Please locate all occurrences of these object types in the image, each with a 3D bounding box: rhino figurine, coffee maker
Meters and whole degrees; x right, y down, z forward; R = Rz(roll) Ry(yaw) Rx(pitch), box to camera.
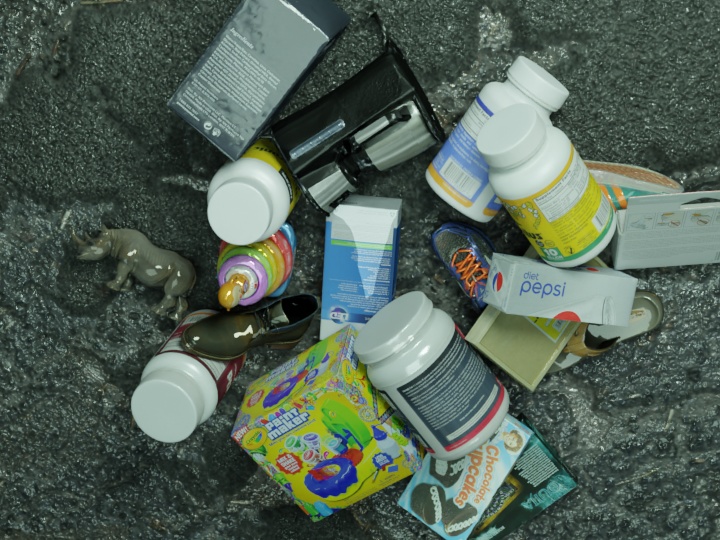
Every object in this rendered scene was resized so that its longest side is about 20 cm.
[{"bbox_3d":[-0.326,-0.010,1.719,0.198,0.060,0.088,29,91,-2],"label":"rhino figurine"},{"bbox_3d":[-0.013,-0.201,1.583,0.198,0.135,0.194,-29,62,11],"label":"coffee maker"}]

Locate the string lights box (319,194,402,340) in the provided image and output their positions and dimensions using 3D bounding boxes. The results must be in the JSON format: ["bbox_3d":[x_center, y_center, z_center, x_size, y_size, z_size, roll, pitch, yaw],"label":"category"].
[{"bbox_3d":[0.000,0.000,1.681,0.101,0.059,0.203,6,109,6],"label":"string lights box"}]

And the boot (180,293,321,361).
[{"bbox_3d":[-0.148,0.068,1.658,0.097,0.198,0.075,-46,61,43],"label":"boot"}]

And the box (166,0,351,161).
[{"bbox_3d":[-0.125,-0.268,1.532,0.117,0.197,0.201,38,110,-6],"label":"box"}]

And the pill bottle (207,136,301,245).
[{"bbox_3d":[-0.141,-0.102,1.590,0.109,0.200,0.113,2,110,7],"label":"pill bottle"}]

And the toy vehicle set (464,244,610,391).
[{"bbox_3d":[0.244,0.048,1.620,0.124,0.026,0.201,39,85,-27],"label":"toy vehicle set"}]

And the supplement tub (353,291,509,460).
[{"bbox_3d":[0.096,0.143,1.628,0.139,0.141,0.201,-34,107,17],"label":"supplement tub"}]

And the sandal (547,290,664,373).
[{"bbox_3d":[0.328,0.089,1.669,0.197,0.055,0.083,-19,105,13],"label":"sandal"}]

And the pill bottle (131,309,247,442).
[{"bbox_3d":[-0.239,0.147,1.682,0.112,0.200,0.116,6,115,12],"label":"pill bottle"}]

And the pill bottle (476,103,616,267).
[{"bbox_3d":[0.227,-0.107,1.488,0.112,0.114,0.200,-30,125,16],"label":"pill bottle"}]

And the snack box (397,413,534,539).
[{"bbox_3d":[0.152,0.286,1.738,0.115,0.037,0.202,33,103,16],"label":"snack box"}]

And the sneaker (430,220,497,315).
[{"bbox_3d":[0.171,0.014,1.652,0.075,0.079,0.200,-40,99,17],"label":"sneaker"}]

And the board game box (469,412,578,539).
[{"bbox_3d":[0.205,0.321,1.778,0.199,0.028,0.136,-39,100,17],"label":"board game box"}]

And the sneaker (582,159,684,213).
[{"bbox_3d":[0.327,-0.098,1.601,0.197,0.071,0.081,10,112,12],"label":"sneaker"}]

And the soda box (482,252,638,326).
[{"bbox_3d":[0.263,0.026,1.572,0.197,0.063,0.069,7,100,-26],"label":"soda box"}]

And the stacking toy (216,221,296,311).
[{"bbox_3d":[-0.157,0.004,1.628,0.108,0.200,0.118,13,109,3],"label":"stacking toy"}]

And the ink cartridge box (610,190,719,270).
[{"bbox_3d":[0.430,-0.067,1.548,0.197,0.044,0.174,-4,147,4],"label":"ink cartridge box"}]

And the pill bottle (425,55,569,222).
[{"bbox_3d":[0.182,-0.174,1.570,0.111,0.112,0.201,34,109,-5],"label":"pill bottle"}]

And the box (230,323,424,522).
[{"bbox_3d":[-0.040,0.217,1.696,0.199,0.123,0.193,-31,112,27],"label":"box"}]
